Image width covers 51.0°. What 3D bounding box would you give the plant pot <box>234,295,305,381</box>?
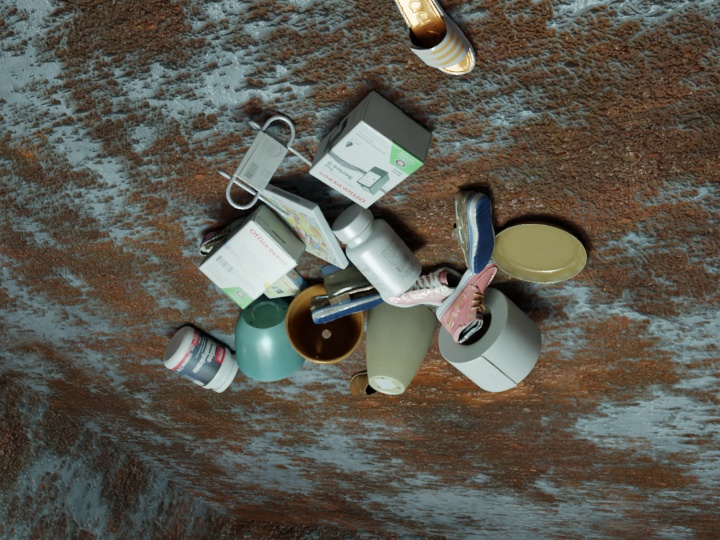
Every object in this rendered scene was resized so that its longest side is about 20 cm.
[{"bbox_3d":[-0.245,0.167,2.014,0.198,0.202,0.162,9,134,11],"label":"plant pot"}]

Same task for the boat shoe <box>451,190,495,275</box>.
[{"bbox_3d":[0.229,-0.082,1.546,0.072,0.072,0.202,30,141,36],"label":"boat shoe"}]

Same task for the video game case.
[{"bbox_3d":[-0.127,-0.099,1.655,0.181,0.023,0.201,26,157,36],"label":"video game case"}]

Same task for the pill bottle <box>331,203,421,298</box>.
[{"bbox_3d":[0.033,-0.046,1.637,0.114,0.115,0.200,-20,122,42],"label":"pill bottle"}]

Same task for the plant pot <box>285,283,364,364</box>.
[{"bbox_3d":[-0.090,0.149,1.932,0.198,0.202,0.140,15,163,3],"label":"plant pot"}]

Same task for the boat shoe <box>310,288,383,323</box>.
[{"bbox_3d":[-0.028,0.064,1.841,0.198,0.073,0.072,-16,161,-5],"label":"boat shoe"}]

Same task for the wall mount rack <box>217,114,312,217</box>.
[{"bbox_3d":[-0.178,-0.200,1.496,0.173,0.201,0.075,33,180,-19],"label":"wall mount rack"}]

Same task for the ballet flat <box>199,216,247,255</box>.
[{"bbox_3d":[-0.314,-0.070,1.802,0.199,0.072,0.069,-15,133,38],"label":"ballet flat"}]

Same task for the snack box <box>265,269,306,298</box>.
[{"bbox_3d":[-0.237,-0.005,1.894,0.115,0.037,0.200,-8,139,33],"label":"snack box"}]

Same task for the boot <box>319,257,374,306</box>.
[{"bbox_3d":[0.000,0.000,1.757,0.198,0.075,0.098,-26,93,7],"label":"boot"}]

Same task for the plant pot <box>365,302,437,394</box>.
[{"bbox_3d":[0.086,0.202,1.905,0.185,0.202,0.188,12,147,8],"label":"plant pot"}]

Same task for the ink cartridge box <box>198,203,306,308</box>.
[{"bbox_3d":[-0.243,-0.031,1.708,0.145,0.088,0.199,44,122,-15],"label":"ink cartridge box"}]

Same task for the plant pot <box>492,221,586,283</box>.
[{"bbox_3d":[0.373,-0.042,1.581,0.198,0.028,0.201,12,147,8],"label":"plant pot"}]

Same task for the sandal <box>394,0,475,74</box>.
[{"bbox_3d":[0.104,-0.373,1.186,0.079,0.060,0.207,-13,136,38],"label":"sandal"}]

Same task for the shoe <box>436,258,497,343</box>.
[{"bbox_3d":[0.253,0.067,1.671,0.071,0.091,0.201,8,129,-43],"label":"shoe"}]

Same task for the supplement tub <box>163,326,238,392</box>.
[{"bbox_3d":[-0.489,0.274,2.318,0.199,0.142,0.140,34,143,-25],"label":"supplement tub"}]

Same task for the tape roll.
[{"bbox_3d":[0.300,0.160,1.750,0.202,0.204,0.139,-20,133,42],"label":"tape roll"}]

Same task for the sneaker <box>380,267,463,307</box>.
[{"bbox_3d":[0.149,0.032,1.733,0.198,0.076,0.105,5,148,-8],"label":"sneaker"}]

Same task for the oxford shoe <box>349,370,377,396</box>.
[{"bbox_3d":[0.014,0.348,2.270,0.071,0.072,0.200,24,148,-15],"label":"oxford shoe"}]

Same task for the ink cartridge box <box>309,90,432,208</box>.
[{"bbox_3d":[0.016,-0.221,1.424,0.145,0.085,0.200,30,145,-19],"label":"ink cartridge box"}]
